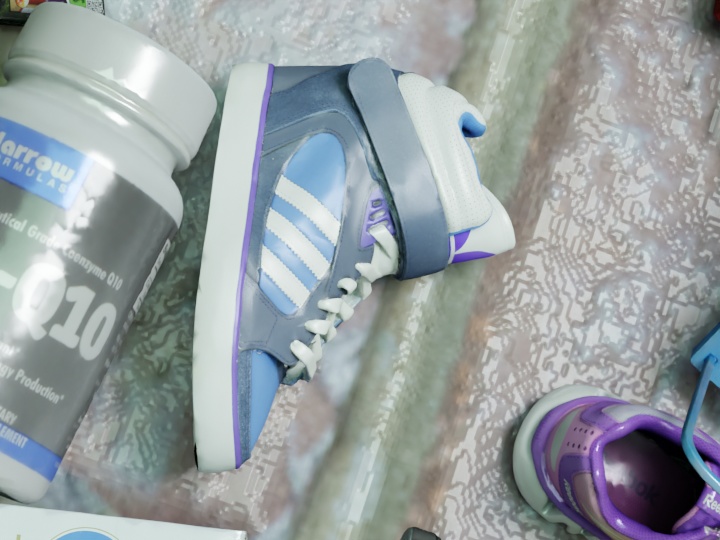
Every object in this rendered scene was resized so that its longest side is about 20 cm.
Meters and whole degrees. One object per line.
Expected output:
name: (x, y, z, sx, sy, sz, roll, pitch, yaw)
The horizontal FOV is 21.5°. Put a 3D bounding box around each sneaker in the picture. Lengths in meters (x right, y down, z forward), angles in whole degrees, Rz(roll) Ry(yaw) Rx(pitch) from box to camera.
sneaker: (0.169, 0.118, 0.881, 0.199, 0.088, 0.081, 27, 78, -4)
sneaker: (0.000, 0.000, 0.879, 0.145, 0.081, 0.202, 7, 74, -3)

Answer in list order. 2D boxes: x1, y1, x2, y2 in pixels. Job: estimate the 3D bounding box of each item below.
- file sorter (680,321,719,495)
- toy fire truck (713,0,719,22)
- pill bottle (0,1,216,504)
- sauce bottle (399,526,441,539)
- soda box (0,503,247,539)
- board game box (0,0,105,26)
file sorter: (0.251, 0.036, 0.818, 0.139, 0.123, 0.200, 41, 117, 1)
toy fire truck: (0.264, -0.173, 0.905, 0.111, 0.168, 0.201, 27, 77, -3)
pill bottle: (-0.148, -0.009, 0.841, 0.113, 0.114, 0.201, 26, 78, -3)
sauce bottle: (0.108, 0.169, 0.861, 0.199, 0.066, 0.066, 23, 78, -5)
soda box: (-0.153, 0.137, 0.838, 0.198, 0.068, 0.064, 8, 79, -8)
board game box: (-0.194, -0.164, 0.837, 0.199, 0.023, 0.106, -5, 88, -51)
